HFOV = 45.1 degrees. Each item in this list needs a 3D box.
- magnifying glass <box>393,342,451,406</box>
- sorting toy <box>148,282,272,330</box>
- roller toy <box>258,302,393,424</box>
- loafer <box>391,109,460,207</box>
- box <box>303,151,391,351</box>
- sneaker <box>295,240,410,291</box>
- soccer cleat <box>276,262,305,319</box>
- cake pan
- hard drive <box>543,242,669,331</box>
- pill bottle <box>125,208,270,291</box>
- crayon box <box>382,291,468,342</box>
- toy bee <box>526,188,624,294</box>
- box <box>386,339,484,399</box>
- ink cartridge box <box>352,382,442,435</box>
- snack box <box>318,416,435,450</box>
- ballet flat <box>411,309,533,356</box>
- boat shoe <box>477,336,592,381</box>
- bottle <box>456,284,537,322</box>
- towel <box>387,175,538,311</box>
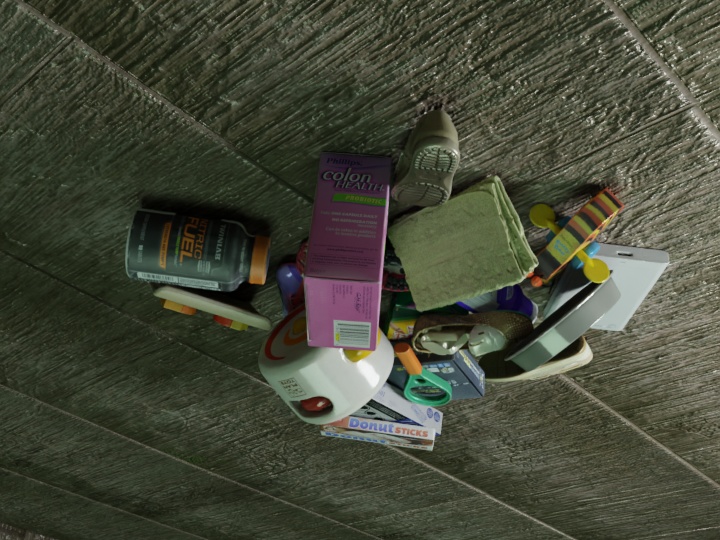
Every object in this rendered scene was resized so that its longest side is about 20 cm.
[{"bbox_3d":[0.094,0.171,1.396,0.079,0.022,0.200,-5,145,19],"label":"magnifying glass"},{"bbox_3d":[-0.247,0.053,1.375,0.185,0.037,0.200,19,179,-20],"label":"sorting toy"},{"bbox_3d":[-0.055,0.127,1.313,0.182,0.200,0.140,-38,113,-2],"label":"roller toy"},{"bbox_3d":[0.087,-0.137,1.096,0.075,0.068,0.200,12,162,-7],"label":"loafer"},{"bbox_3d":[-0.015,-0.023,1.159,0.096,0.200,0.176,4,146,1],"label":"box"},{"bbox_3d":[0.000,0.000,1.310,0.199,0.081,0.075,10,177,7],"label":"sneaker"},{"bbox_3d":[-0.102,0.061,1.411,0.066,0.077,0.200,4,147,3],"label":"soccer cleat"},{"bbox_3d":[0.293,0.076,1.241,0.037,0.200,0.200,50,141,6],"label":"cake pan"},{"bbox_3d":[0.373,0.028,1.339,0.131,0.026,0.200,7,146,-2],"label":"hard drive"},{"bbox_3d":[-0.234,-0.027,1.271,0.199,0.106,0.106,7,147,-4],"label":"pill bottle"},{"bbox_3d":[0.103,0.090,1.440,0.118,0.058,0.200,8,148,-2],"label":"crayon box"},{"bbox_3d":[0.278,-0.018,1.187,0.131,0.109,0.200,31,133,29],"label":"toy bee"},{"bbox_3d":[0.093,0.172,1.469,0.199,0.051,0.158,-8,148,24],"label":"box"},{"bbox_3d":[0.045,0.238,1.499,0.094,0.044,0.200,-16,144,39],"label":"ink cartridge box"},{"bbox_3d":[0.029,0.281,1.511,0.199,0.024,0.072,7,155,6],"label":"snack box"},{"bbox_3d":[0.161,0.101,1.291,0.200,0.065,0.071,-8,126,39],"label":"ballet flat"},{"bbox_3d":[0.303,0.161,1.514,0.200,0.072,0.065,-19,139,24],"label":"boat shoe"},{"bbox_3d":[0.189,0.029,1.314,0.200,0.084,0.065,30,139,-31],"label":"bottle"},{"bbox_3d":[0.137,-0.031,1.198,0.200,0.149,0.036,-23,175,36],"label":"towel"}]
